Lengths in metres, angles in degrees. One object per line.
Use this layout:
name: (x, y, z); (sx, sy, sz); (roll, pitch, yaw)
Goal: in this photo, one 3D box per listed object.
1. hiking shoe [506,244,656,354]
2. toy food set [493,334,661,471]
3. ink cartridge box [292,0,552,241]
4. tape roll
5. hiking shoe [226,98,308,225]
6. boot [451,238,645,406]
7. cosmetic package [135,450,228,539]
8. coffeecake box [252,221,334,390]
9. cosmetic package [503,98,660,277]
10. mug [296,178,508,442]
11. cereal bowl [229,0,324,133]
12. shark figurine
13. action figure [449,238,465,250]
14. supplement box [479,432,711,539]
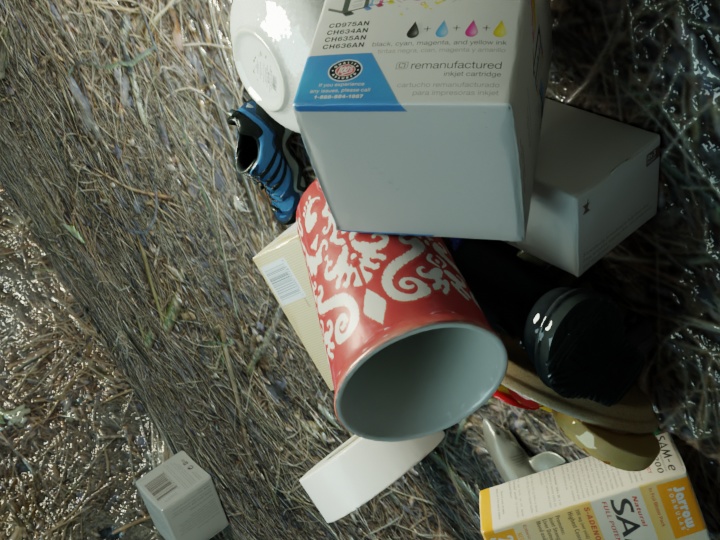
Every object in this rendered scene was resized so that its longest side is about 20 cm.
hiking shoe: (0.181, 0.019, 0.825); (0.199, 0.076, 0.101); (26, 143, 47)
toy food set: (0.184, 0.111, 0.825); (0.199, 0.198, 0.049); (22, 101, 13)
ink cartridge box: (0.056, -0.146, 0.650); (0.146, 0.201, 0.145); (3, 147, 17)
tape roll: (0.017, 0.252, 1.204); (0.071, 0.202, 0.202); (53, 152, 6)
hiking shoe: (-0.126, -0.138, 1.150); (0.074, 0.086, 0.201); (31, 143, 40)
boot: (0.129, 0.029, 0.712); (0.168, 0.077, 0.200); (37, -177, 34)
cosmetic package: (-0.503, 0.659, 2.512); (0.164, 0.165, 0.201); (27, 140, 45)
coffeecake box: (0.000, 0.000, 0.911); (0.073, 0.200, 0.154); (-23, 103, 33)
cosmetic package: (0.137, -0.087, 0.749); (0.200, 0.113, 0.082); (33, 145, 41)
mug: (0.021, 0.030, 0.726); (0.178, 0.132, 0.201); (84, 169, -48)
cereal bowl: (-0.082, -0.237, 0.982); (0.200, 0.083, 0.201); (39, 147, 32)
shark figurine: (0.214, 0.269, 1.022); (0.214, 0.089, 0.129); (22, 138, 51)
action figure: (0.089, -0.038, 0.898); (0.065, 0.099, 0.201); (22, 134, 44)
supplement box: (0.230, 0.255, 0.864); (0.074, 0.199, 0.127); (-74, -39, -69)
